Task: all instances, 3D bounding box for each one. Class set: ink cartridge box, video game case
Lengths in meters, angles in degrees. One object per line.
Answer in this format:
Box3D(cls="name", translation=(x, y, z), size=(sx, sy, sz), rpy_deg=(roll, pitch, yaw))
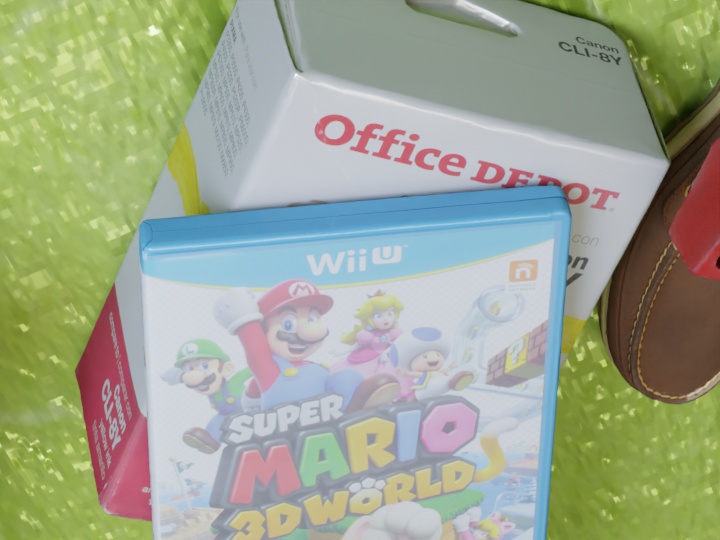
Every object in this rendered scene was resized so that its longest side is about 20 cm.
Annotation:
Box3D(cls="ink cartridge box", translation=(0.000, 0.000, 0.964), size=(0.145, 0.084, 0.200), rpy_deg=(12, 124, -21))
Box3D(cls="video game case", translation=(-0.003, 0.059, 0.945), size=(0.143, 0.018, 0.200), rpy_deg=(-5, 129, -7))

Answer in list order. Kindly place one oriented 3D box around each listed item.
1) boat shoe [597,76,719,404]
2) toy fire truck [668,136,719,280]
Box3D(cls="boat shoe", translation=(0.148, -0.025, 0.989), size=(0.072, 0.068, 0.200), rpy_deg=(13, 124, -22))
Box3D(cls="toy fire truck", translation=(0.152, -0.108, 0.877), size=(0.049, 0.141, 0.200), rpy_deg=(11, 125, -21))
